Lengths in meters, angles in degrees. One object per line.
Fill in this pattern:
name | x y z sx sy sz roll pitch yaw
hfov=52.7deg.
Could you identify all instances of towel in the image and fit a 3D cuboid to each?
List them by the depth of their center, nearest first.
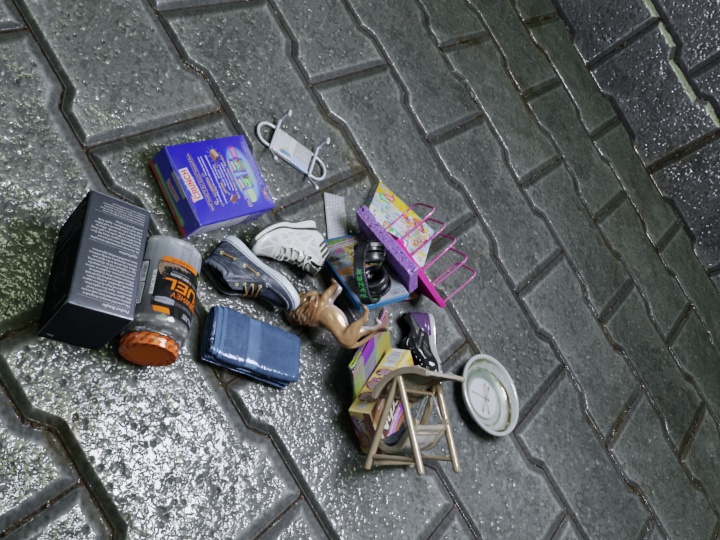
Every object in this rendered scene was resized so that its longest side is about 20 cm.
towel | -0.206 0.145 1.379 0.198 0.048 0.113 25 53 -31
towel | 0.021 0.188 1.530 0.201 0.022 0.145 -58 153 -44

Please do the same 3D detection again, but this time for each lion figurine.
lion figurine | -0.052 0.101 1.467 0.199 0.073 0.123 38 84 15

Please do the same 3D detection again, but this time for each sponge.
sponge | 0.061 -0.047 1.638 0.030 0.112 0.201 -35 68 -11

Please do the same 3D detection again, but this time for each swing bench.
swing bench | 0.112 0.296 1.447 0.198 0.128 0.203 23 68 -57

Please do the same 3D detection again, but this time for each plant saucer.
plant saucer | 0.304 0.307 1.767 0.198 0.050 0.203 22 54 -34

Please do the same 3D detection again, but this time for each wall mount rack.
wall mount rack | -0.144 -0.264 1.639 0.199 0.074 0.176 33 49 -25

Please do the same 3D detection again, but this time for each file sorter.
file sorter | 0.160 -0.042 1.704 0.125 0.139 0.201 -39 109 -5

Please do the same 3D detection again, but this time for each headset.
headset | 0.012 -0.005 1.514 0.200 0.093 0.125 -50 132 -65

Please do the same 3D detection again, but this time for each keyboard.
keyboard | -0.054 -0.086 1.675 0.056 0.011 0.203 14 59 -38

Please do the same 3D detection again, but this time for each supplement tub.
supplement tub | -0.345 0.053 1.244 0.121 0.122 0.203 24 54 -32

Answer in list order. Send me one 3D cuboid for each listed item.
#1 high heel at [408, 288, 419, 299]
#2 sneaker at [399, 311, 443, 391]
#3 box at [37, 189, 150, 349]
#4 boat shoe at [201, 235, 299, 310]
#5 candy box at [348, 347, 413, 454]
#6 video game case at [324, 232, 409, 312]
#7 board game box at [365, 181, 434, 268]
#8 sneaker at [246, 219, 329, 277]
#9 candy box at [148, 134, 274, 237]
high heel | 0.070 0.054 1.668 0.096 0.067 0.200 49 39 4
sneaker | 0.129 0.191 1.665 0.086 0.076 0.203 7 59 -24
box | -0.429 0.002 1.174 0.106 0.148 0.203 21 55 -33
boat shoe | -0.216 0.028 1.417 0.200 0.071 0.091 40 49 -3
candy box | 0.054 0.270 1.515 0.200 0.056 0.118 -51 134 -47
video game case | 0.000 0.000 1.604 0.142 0.018 0.201 -13 54 -37
board game box | 0.091 -0.108 1.805 0.199 0.034 0.136 40 47 -21
sneaker | -0.136 -0.040 1.508 0.199 0.076 0.116 -16 63 -48
candy box | -0.293 -0.171 1.449 0.199 0.077 0.171 -20 83 -48
